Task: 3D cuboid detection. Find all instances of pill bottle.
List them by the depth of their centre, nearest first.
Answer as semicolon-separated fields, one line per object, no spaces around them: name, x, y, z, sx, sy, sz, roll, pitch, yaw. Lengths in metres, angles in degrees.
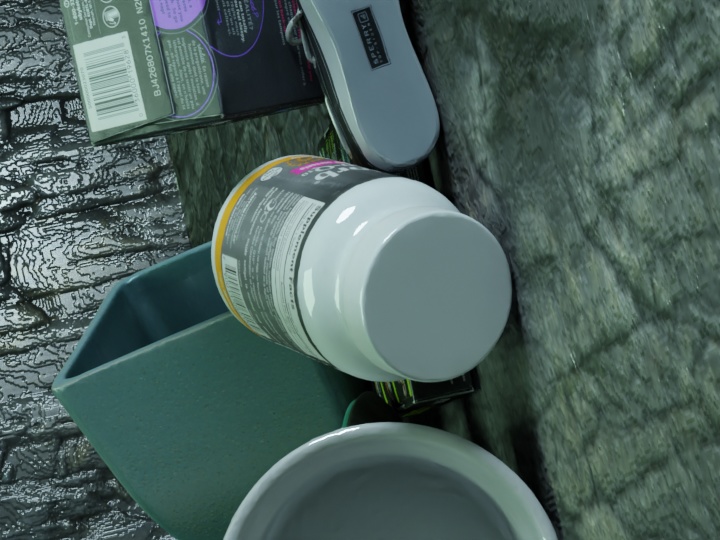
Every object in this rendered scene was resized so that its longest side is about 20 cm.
pill bottle;0.000;0.000;1.496;0.200;0.116;0.117;18;121;63

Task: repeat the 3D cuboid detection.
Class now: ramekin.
ramekin;0.017;0.186;1.490;0.098;0.199;0.202;66;-169;-89

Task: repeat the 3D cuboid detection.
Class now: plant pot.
plant pot;-0.068;0.093;1.840;0.201;0.195;0.196;62;-162;-15

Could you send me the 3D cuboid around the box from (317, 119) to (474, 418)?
box;0.020;-0.007;1.697;0.193;0.047;0.202;138;120;-78

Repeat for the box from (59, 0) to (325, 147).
box;-0.083;-0.154;1.620;0.200;0.105;0.123;-16;-84;-57

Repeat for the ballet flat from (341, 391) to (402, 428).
ballet flat;0.020;0.159;1.609;0.068;0.068;0.201;46;-140;-41

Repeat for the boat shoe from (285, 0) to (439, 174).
boat shoe;-0.007;-0.154;1.561;0.068;0.073;0.201;-19;92;67
